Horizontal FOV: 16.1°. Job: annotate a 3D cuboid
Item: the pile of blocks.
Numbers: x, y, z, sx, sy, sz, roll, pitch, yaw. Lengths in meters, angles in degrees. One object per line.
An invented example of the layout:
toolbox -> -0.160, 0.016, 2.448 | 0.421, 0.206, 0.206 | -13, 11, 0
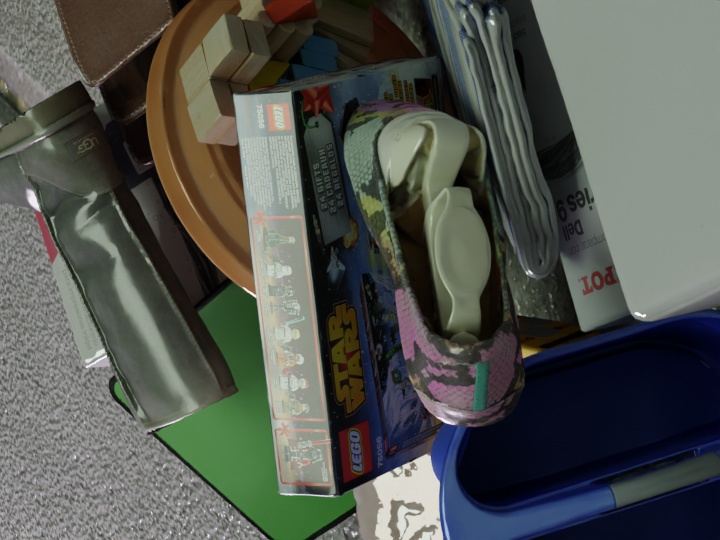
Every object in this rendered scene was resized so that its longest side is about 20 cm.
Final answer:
pile of blocks -> -0.025, -0.132, 1.310 | 0.082, 0.200, 0.062 | 36, 131, -9

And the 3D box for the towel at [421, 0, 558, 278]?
towel -> 0.057, -0.099, 1.247 | 0.200, 0.024, 0.147 | -109, 2, -62

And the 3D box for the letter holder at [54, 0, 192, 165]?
letter holder -> -0.138, -0.180, 1.467 | 0.142, 0.100, 0.201 | -33, 60, 33

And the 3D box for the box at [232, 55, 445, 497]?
box -> 0.000, 0.000, 1.278 | 0.040, 0.137, 0.201 | 0, 100, 33

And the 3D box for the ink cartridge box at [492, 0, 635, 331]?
ink cartridge box -> 0.144, -0.085, 1.184 | 0.146, 0.084, 0.201 | -26, 78, 61

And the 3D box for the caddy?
caddy -> 0.127, 0.098, 1.184 | 0.105, 0.199, 0.142 | 157, 96, -76

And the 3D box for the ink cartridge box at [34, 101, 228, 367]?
ink cartridge box -> -0.095, -0.045, 1.533 | 0.200, 0.084, 0.145 | -28, 75, 33

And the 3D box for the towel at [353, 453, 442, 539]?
towel -> 0.081, 0.154, 1.359 | 0.190, 0.032, 0.201 | -3, 98, 34

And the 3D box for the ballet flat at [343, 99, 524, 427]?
ballet flat -> 0.038, -0.022, 1.165 | 0.071, 0.069, 0.201 | 101, 162, -48

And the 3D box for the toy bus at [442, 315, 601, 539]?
toy bus -> 0.086, 0.129, 1.293 | 0.078, 0.065, 0.201 | 9, 104, 31

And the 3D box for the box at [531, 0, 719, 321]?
box -> 0.194, -0.108, 1.004 | 0.199, 0.171, 0.201 | -30, 75, 59

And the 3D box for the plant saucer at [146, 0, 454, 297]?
plant saucer -> -0.022, -0.070, 1.360 | 0.032, 0.200, 0.201 | -32, 73, 48

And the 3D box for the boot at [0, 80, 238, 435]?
boot -> -0.153, 0.000, 1.484 | 0.200, 0.072, 0.182 | 58, 161, -7

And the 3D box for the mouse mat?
mouse mat -> -0.048, 0.082, 1.506 | 0.161, 0.008, 0.200 | 43, 138, -8
